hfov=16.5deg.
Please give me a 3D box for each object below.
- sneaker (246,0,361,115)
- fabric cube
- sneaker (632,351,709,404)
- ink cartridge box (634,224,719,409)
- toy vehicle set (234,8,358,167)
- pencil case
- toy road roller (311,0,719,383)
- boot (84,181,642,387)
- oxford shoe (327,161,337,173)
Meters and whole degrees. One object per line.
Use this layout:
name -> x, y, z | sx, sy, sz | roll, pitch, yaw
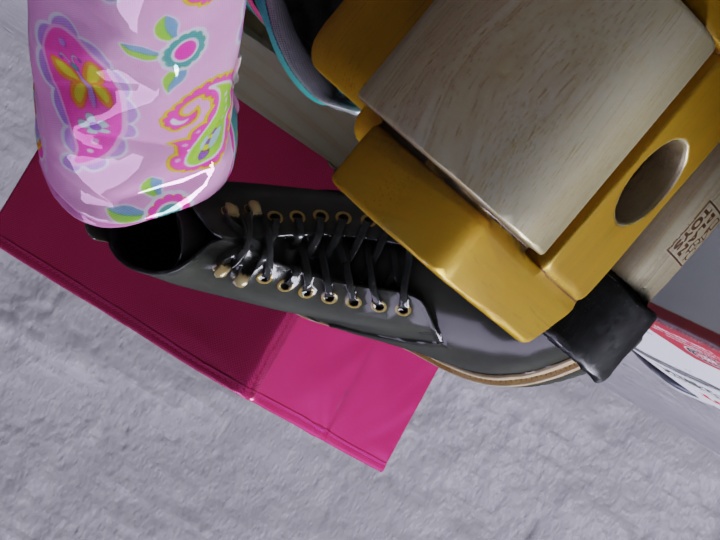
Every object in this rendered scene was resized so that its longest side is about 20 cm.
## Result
sneaker -> 0.031, -0.085, 0.956 | 0.199, 0.084, 0.121 | 33, -174, -13
fabric cube -> -0.046, -0.036, 1.371 | 0.195, 0.200, 0.200 | 30, 178, 26
sneaker -> 0.234, 0.063, 1.407 | 0.201, 0.077, 0.146 | 29, 174, 17
ink cartridge box -> 0.174, 0.014, 1.089 | 0.144, 0.084, 0.200 | 27, 176, 42
toy vehicle set -> -0.054, -0.122, 1.047 | 0.200, 0.026, 0.125 | 33, -151, -38
pencil case -> -0.078, -0.103, 0.897 | 0.087, 0.088, 0.201 | 30, 146, 15
toy road roller -> 0.044, -0.064, 0.770 | 0.146, 0.123, 0.200 | 41, -177, 24
boot -> 0.000, 0.000, 0.977 | 0.199, 0.078, 0.138 | 2, 174, 43
oxford shoe -> -0.005, -0.080, 1.193 | 0.072, 0.085, 0.200 | -2, -159, -34
